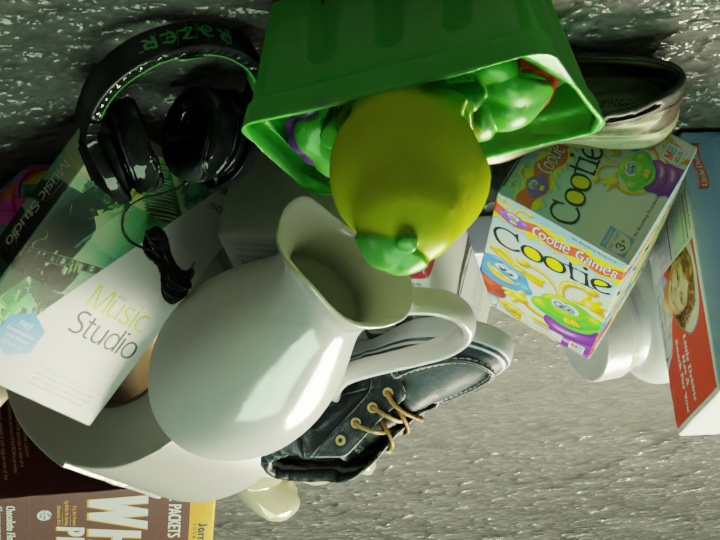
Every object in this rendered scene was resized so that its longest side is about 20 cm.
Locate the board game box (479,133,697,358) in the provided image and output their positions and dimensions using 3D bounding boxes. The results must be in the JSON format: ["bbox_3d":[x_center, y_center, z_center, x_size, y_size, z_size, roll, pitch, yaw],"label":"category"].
[{"bbox_3d":[0.157,-0.033,1.580,0.103,0.105,0.200,30,162,9],"label":"board game box"}]

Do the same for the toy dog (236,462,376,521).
[{"bbox_3d":[-0.058,0.104,1.945,0.194,0.140,0.200,40,147,-10],"label":"toy dog"}]

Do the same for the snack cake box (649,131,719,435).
[{"bbox_3d":[0.265,0.010,1.637,0.067,0.201,0.115,-2,160,-11],"label":"snack cake box"}]

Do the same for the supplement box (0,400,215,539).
[{"bbox_3d":[-0.233,0.155,1.846,0.199,0.198,0.133,-4,133,-12],"label":"supplement box"}]

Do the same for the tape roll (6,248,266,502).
[{"bbox_3d":[-0.150,0.066,1.680,0.202,0.203,0.139,-15,159,23],"label":"tape roll"}]

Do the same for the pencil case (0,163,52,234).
[{"bbox_3d":[-0.268,-0.008,1.621,0.088,0.089,0.200,11,153,-38],"label":"pencil case"}]

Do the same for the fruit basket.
[{"bbox_3d":[0.037,-0.079,1.338,0.215,0.216,0.155,-12,159,18],"label":"fruit basket"}]

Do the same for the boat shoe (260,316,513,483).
[{"bbox_3d":[0.018,0.096,1.550,0.200,0.091,0.071,-15,141,37],"label":"boat shoe"}]

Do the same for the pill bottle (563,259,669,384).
[{"bbox_3d":[0.263,0.027,1.757,0.199,0.113,0.113,-12,163,-22],"label":"pill bottle"}]

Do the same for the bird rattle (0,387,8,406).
[{"bbox_3d":[-0.336,0.085,1.704,0.163,0.200,0.113,-21,120,12],"label":"bird rattle"}]

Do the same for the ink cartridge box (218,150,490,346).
[{"bbox_3d":[0.000,0.000,1.569,0.145,0.084,0.200,2,147,17],"label":"ink cartridge box"}]

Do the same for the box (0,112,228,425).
[{"bbox_3d":[-0.186,0.000,1.534,0.144,0.036,0.200,30,99,-44],"label":"box"}]

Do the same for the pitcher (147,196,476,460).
[{"bbox_3d":[-0.036,0.053,1.484,0.171,0.122,0.200,24,135,-25],"label":"pitcher"}]

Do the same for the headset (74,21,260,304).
[{"bbox_3d":[-0.121,-0.071,1.434,0.123,0.094,0.200,-10,144,-21],"label":"headset"}]

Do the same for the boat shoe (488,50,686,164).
[{"bbox_3d":[0.118,-0.116,1.459,0.200,0.072,0.066,-3,150,-10],"label":"boat shoe"}]

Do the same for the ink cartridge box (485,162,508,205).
[{"bbox_3d":[-0.016,-0.068,1.576,0.161,0.050,0.200,-22,157,37],"label":"ink cartridge box"}]

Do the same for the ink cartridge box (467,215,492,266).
[{"bbox_3d":[0.095,-0.007,1.781,0.199,0.042,0.119,-5,159,-11],"label":"ink cartridge box"}]
